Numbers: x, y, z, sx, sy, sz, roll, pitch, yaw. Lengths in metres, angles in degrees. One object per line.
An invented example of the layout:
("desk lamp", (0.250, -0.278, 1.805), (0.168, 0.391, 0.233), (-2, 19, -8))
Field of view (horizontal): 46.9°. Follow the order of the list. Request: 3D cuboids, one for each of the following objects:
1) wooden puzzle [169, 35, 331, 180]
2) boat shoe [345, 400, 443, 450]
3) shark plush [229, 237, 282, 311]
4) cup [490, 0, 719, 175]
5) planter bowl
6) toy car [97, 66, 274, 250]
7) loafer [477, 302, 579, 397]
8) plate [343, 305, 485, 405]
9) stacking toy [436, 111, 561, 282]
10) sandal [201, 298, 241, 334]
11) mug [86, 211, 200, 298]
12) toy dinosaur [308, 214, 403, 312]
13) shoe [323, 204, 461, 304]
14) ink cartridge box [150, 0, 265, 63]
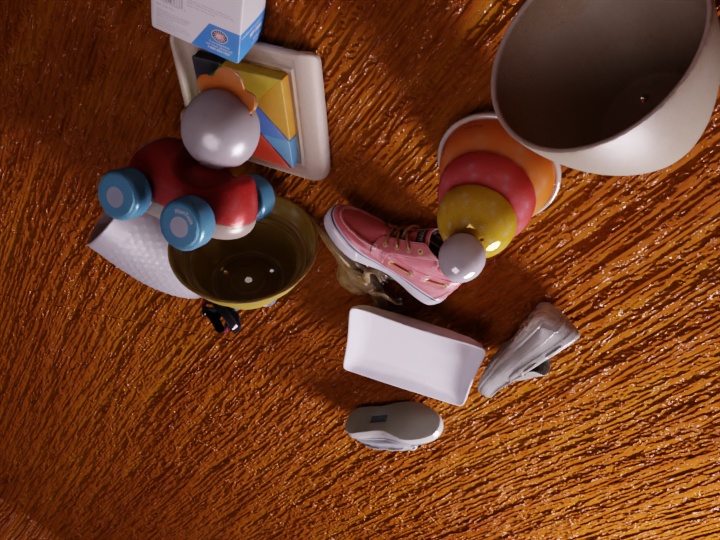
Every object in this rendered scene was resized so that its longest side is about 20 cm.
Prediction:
("wooden puzzle", (-0.138, -0.203, 1.037), (0.198, 0.037, 0.186), (15, 138, 18))
("boat shoe", (0.066, 0.266, 1.388), (0.199, 0.071, 0.072), (-8, 139, 41))
("shark plush", (-0.123, -0.011, 1.236), (0.083, 0.092, 0.200), (19, 130, -26))
("cup", (0.239, -0.165, 0.748), (0.199, 0.203, 0.143), (-12, 151, 39))
("planter bowl", (-0.155, -0.010, 1.123), (0.198, 0.201, 0.084), (18, 142, 14))
("toy car", (-0.191, -0.155, 1.007), (0.175, 0.184, 0.202), (24, 113, 16))
("loafer", (0.224, 0.123, 1.130), (0.070, 0.070, 0.201), (37, 140, 5))
("plate", (0.076, 0.121, 1.223), (0.197, 0.033, 0.201), (18, 149, 7))
("stacking toy", (0.125, -0.062, 0.894), (0.145, 0.201, 0.147), (17, 139, 16))
("sandal", (-0.222, 0.067, 1.291), (0.075, 0.045, 0.200), (52, 175, -10))
("mug", (-0.263, -0.062, 1.196), (0.175, 0.148, 0.200), (38, 110, -22))
("toy dinosaur", (0.000, 0.000, 1.149), (0.101, 0.058, 0.200), (-18, 121, 44))
("shoe", (0.054, -0.037, 1.072), (0.199, 0.072, 0.091), (35, 139, -14))
("ink cartridge box", (-0.159, -0.338, 0.884), (0.115, 0.068, 0.201), (24, 140, 6))
